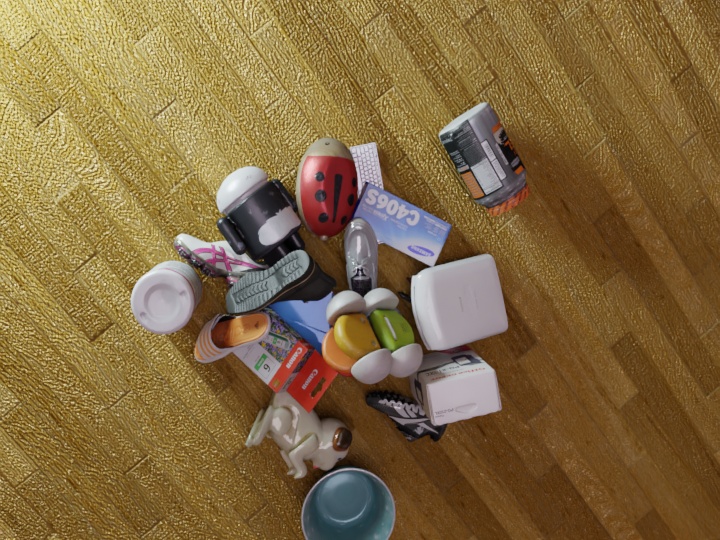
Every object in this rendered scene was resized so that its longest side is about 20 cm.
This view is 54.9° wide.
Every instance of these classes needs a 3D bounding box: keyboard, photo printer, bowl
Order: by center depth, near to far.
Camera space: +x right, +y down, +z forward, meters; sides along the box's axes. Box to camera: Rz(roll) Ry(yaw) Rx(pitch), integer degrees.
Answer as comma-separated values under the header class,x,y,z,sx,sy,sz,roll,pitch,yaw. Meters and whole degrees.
class,x,y,z,sx,sy,sz,roll,pitch,yaw
photo printer,0.198,0.067,1.425,0.195,0.069,0.172,-12,90,-22
keyboard,0.022,-0.157,1.431,0.055,0.011,0.206,-11,99,-6
bowl,-0.030,0.494,1.461,0.194,0.105,0.207,-1,98,-8

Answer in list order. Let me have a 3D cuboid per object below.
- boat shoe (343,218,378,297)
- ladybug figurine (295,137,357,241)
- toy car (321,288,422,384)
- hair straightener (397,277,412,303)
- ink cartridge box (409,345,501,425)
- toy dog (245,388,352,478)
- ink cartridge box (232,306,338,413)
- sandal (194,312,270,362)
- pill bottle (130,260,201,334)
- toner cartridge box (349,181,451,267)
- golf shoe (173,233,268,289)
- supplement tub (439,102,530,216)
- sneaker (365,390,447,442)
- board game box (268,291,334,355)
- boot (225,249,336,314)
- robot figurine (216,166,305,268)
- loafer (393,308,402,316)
class,x,y,z,sx,sy,sz,roll,pitch,yaw
boat shoe,0.000,0.000,1.394,0.070,0.069,0.205,2,116,1
ladybug figurine,-0.060,-0.161,1.372,0.132,0.071,0.207,1,92,-28
toy car,0.011,0.141,1.333,0.196,0.150,0.178,-3,56,-42
hair straightener,0.158,0.100,1.475,0.198,0.041,0.078,35,92,-15
ink cartridge box,0.184,0.228,1.408,0.140,0.200,0.087,-11,99,-6
toy dog,-0.114,0.331,1.428,0.197,0.140,0.197,30,59,-10
ink cartridge box,-0.150,0.176,1.364,0.199,0.050,0.110,39,96,16
sandal,-0.265,0.118,1.355,0.203,0.059,0.081,-22,57,30
pill bottle,-0.359,0.044,1.308,0.110,0.200,0.117,-1,98,-7
toner cartridge box,0.081,-0.095,1.420,0.196,0.043,0.097,25,96,-10
golf shoe,-0.275,-0.026,1.383,0.197,0.072,0.094,30,73,-17
supplement tub,0.254,-0.221,1.399,0.121,0.123,0.203,-33,101,-2
sneaker,0.098,0.317,1.475,0.195,0.066,0.093,16,93,-12
board game box,-0.136,0.103,1.430,0.154,0.039,0.205,18,95,0
boot,-0.150,0.048,1.352,0.196,0.138,0.079,-23,62,17
robot figurine,-0.195,-0.102,1.351,0.123,0.150,0.202,-34,97,12
loafer,0.011,0.155,1.441,0.199,0.070,0.070,-41,92,-2
